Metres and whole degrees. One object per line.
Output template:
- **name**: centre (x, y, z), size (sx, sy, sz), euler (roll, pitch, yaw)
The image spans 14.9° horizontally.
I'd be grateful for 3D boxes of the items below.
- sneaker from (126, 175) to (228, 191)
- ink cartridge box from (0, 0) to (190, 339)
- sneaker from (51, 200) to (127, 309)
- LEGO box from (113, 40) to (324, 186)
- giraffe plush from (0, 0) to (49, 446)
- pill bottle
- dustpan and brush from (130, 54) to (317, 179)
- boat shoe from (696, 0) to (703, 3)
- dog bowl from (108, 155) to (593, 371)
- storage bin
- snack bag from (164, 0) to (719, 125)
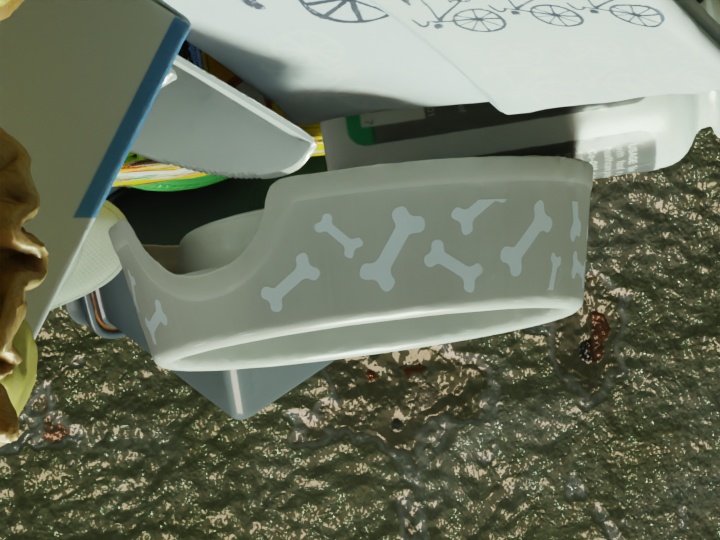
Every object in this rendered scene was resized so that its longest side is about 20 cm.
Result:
- **sneaker**: centre (-0.053, -0.099, 1.458), size (0.199, 0.078, 0.085), euler (-18, 174, -6)
- **ink cartridge box**: centre (-0.154, -0.024, 0.925), size (0.084, 0.145, 0.200), euler (30, 160, -19)
- **sneaker**: centre (-0.165, -0.002, 1.260), size (0.092, 0.076, 0.200), euler (15, -167, 37)
- **LEGO box**: centre (-0.089, -0.083, 1.251), size (0.149, 0.077, 0.200), euler (-9, 180, 24)
- **giraffe plush**: centre (-0.137, -0.031, 0.700), size (0.172, 0.163, 0.200), euler (-9, 180, -44)
- **pill bottle**: centre (0.079, -0.092, 1.173), size (0.199, 0.113, 0.113), euler (-8, 180, 2)
- **dustpan and brush**: centre (-0.116, -0.073, 1.061), size (0.139, 0.057, 0.200), euler (29, 180, -26)
- **boat shoe**: centre (0.048, -0.108, 1.018), size (0.072, 0.071, 0.200), euler (-9, 180, -34)
- **dog bowl**: centre (0.000, 0.000, 1.115), size (0.199, 0.059, 0.200), euler (-8, 175, -1)
- **storage bin**: centre (-0.050, -0.008, 1.538), size (0.200, 0.146, 0.134), euler (-32, -127, -22)
- **snack bag**: centre (0.011, -0.090, 0.940), size (0.200, 0.021, 0.188), euler (-3, 161, 30)
